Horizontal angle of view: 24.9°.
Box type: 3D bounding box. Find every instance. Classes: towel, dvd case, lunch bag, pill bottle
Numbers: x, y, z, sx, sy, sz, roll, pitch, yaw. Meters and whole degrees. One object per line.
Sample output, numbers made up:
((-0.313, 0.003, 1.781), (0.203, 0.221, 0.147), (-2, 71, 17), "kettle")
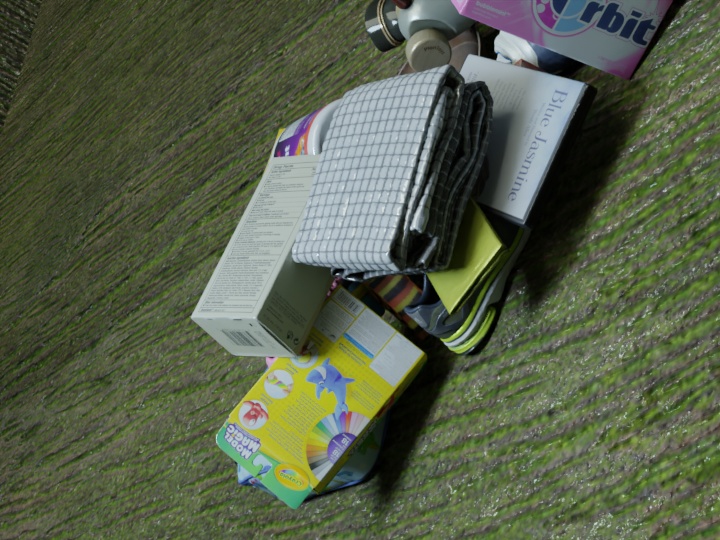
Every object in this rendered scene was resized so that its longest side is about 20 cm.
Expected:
((0.078, -0.046, 1.558), (0.086, 0.018, 0.200), (-54, 36, 20), "towel")
((0.133, -0.127, 1.562), (0.200, 0.017, 0.143), (26, 92, 56), "dvd case")
((-0.048, 0.153, 1.738), (0.200, 0.082, 0.162), (-26, 43, 52), "lunch bag")
((-0.034, -0.121, 1.802), (0.200, 0.111, 0.112), (-14, 55, 69), "pill bottle")
((0.036, -0.084, 1.552), (0.165, 0.085, 0.201), (-2, 68, 52), "towel")

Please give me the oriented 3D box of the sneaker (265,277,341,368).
((-0.084, 0.024, 1.791), (0.079, 0.095, 0.200), (-43, 14, 28), "sneaker")

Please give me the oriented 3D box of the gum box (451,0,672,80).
((0.194, -0.265, 1.510), (0.114, 0.199, 0.066), (-62, 25, 24), "gum box")

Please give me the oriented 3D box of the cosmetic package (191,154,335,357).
((-0.076, -0.016, 1.637), (0.103, 0.073, 0.201), (0, 55, 45), "cosmetic package")

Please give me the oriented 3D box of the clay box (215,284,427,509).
((-0.039, 0.128, 1.612), (0.200, 0.115, 0.048), (-50, -13, -8), "clay box")

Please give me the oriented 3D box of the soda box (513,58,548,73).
((0.127, -0.127, 1.664), (0.200, 0.063, 0.069), (-40, 35, 43), "soda box")

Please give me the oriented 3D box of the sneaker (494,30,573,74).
((0.179, -0.280, 1.678), (0.146, 0.080, 0.201), (-43, 38, 31), "sneaker")

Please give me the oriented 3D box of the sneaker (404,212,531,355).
((0.108, -0.023, 1.587), (0.074, 0.081, 0.201), (0, 67, 62), "sneaker")

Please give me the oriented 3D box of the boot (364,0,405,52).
((0.095, -0.340, 1.937), (0.138, 0.078, 0.201), (-19, 34, 29), "boot")

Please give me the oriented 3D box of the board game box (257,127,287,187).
((-0.080, -0.083, 2.038), (0.165, 0.056, 0.201), (-1, 67, 65), "board game box")

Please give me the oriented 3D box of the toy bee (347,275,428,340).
((0.000, 0.000, 1.703), (0.199, 0.109, 0.131), (8, 59, 47), "toy bee")

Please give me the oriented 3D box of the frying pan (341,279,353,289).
((0.002, -0.041, 1.837), (0.190, 0.031, 0.116), (135, 139, -57), "frying pan")

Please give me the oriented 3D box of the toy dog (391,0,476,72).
((0.106, -0.309, 1.762), (0.200, 0.096, 0.132), (-47, 43, 2), "toy dog")

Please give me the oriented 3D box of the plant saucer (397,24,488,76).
((0.085, -0.187, 1.835), (0.200, 0.034, 0.201), (-45, 31, 38), "plant saucer")
